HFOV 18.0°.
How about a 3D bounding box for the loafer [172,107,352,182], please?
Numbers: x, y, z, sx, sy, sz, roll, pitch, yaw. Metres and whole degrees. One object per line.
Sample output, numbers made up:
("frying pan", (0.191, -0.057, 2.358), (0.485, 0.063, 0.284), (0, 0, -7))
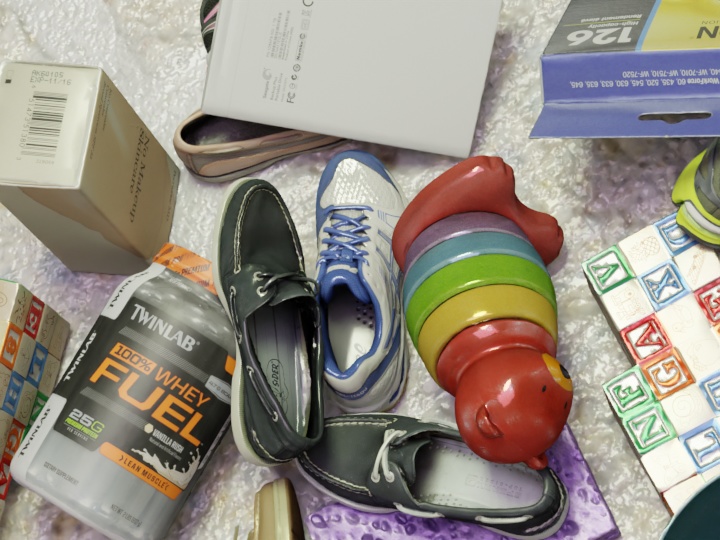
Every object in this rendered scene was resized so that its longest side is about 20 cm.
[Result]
("loafer", (-0.046, -0.123, 1.688), (0.199, 0.063, 0.072), (-25, 76, 4))

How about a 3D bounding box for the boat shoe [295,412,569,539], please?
("boat shoe", (0.045, 0.133, 1.562), (0.199, 0.060, 0.076), (8, 73, 16))

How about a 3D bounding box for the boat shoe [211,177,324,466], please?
("boat shoe", (-0.056, 0.032, 1.560), (0.066, 0.074, 0.201), (-13, 75, 54))

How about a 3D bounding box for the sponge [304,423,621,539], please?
("sponge", (0.070, 0.179, 1.590), (0.199, 0.030, 0.112), (-28, 69, 4))

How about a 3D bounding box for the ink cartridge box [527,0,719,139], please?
("ink cartridge box", (0.229, -0.158, 1.578), (0.196, 0.047, 0.200), (0, 31, 21))

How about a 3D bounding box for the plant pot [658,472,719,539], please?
("plant pot", (0.287, 0.230, 1.472), (0.199, 0.135, 0.201), (-4, 72, 11))

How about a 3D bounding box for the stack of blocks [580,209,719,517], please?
("stack of blocks", (0.226, 0.072, 1.573), (0.115, 0.059, 0.201), (-28, 69, 2))

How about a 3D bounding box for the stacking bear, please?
("stacking bear", (0.090, 0.042, 1.548), (0.113, 0.121, 0.201), (-29, 45, 17))

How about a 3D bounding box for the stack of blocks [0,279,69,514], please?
("stack of blocks", (-0.278, 0.113, 1.631), (0.058, 0.115, 0.201), (11, 76, 14))

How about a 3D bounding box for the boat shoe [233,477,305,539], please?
("boat shoe", (-0.072, 0.242, 1.578), (0.062, 0.073, 0.201), (0, 74, 9))

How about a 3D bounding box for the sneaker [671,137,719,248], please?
("sneaker", (0.290, -0.105, 1.581), (0.074, 0.081, 0.200), (33, 61, -4))

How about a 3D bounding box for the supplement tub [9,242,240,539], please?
("supplement tub", (-0.149, 0.089, 1.615), (0.122, 0.123, 0.201), (27, 81, 18))

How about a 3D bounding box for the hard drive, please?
("hard drive", (-0.006, -0.162, 1.643), (0.199, 0.027, 0.133), (9, 106, -9))

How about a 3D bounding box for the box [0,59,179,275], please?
("box", (-0.198, -0.070, 1.632), (0.077, 0.200, 0.096), (5, 75, 13))

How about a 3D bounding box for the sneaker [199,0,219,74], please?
("sneaker", (-0.047, -0.221, 1.700), (0.199, 0.080, 0.087), (-32, 60, 15))

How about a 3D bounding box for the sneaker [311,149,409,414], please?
("sneaker", (0.000, 0.000, 1.630), (0.075, 0.088, 0.201), (-9, 70, 11))
